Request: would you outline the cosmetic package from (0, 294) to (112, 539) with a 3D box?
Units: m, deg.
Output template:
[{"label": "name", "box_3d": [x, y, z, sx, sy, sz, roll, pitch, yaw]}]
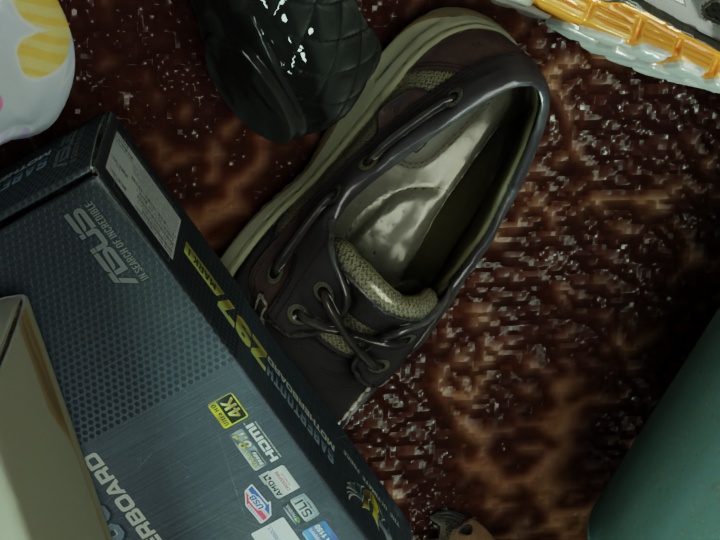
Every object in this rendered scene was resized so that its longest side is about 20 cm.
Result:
[{"label": "cosmetic package", "box_3d": [-0.133, 0.115, 0.777, 0.105, 0.071, 0.200, -8, 118, 10]}]

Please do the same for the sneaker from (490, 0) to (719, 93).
[{"label": "sneaker", "box_3d": [0.094, -0.116, 0.836, 0.200, 0.078, 0.077, 23, 89, -23]}]

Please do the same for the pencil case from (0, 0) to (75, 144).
[{"label": "pencil case", "box_3d": [-0.181, -0.039, 0.726, 0.200, 0.091, 0.083, -37, 90, -32]}]

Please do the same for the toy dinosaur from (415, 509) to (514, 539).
[{"label": "toy dinosaur", "box_3d": [0.051, 0.207, 0.919, 0.135, 0.086, 0.200, -33, 119, -13]}]

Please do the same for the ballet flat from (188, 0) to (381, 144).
[{"label": "ballet flat", "box_3d": [-0.034, -0.121, 0.773, 0.057, 0.066, 0.200, -49, 151, -25]}]

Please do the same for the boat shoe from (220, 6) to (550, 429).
[{"label": "boat shoe", "box_3d": [0.000, 0.000, 0.845, 0.072, 0.065, 0.200, 32, 96, -25]}]

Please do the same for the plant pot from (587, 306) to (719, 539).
[{"label": "plant pot", "box_3d": [0.196, 0.063, 0.854, 0.200, 0.200, 0.196, 25, 113, -22]}]

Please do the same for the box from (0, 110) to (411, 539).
[{"label": "box", "box_3d": [-0.098, 0.066, 0.819, 0.158, 0.051, 0.200, -27, 113, 15]}]
